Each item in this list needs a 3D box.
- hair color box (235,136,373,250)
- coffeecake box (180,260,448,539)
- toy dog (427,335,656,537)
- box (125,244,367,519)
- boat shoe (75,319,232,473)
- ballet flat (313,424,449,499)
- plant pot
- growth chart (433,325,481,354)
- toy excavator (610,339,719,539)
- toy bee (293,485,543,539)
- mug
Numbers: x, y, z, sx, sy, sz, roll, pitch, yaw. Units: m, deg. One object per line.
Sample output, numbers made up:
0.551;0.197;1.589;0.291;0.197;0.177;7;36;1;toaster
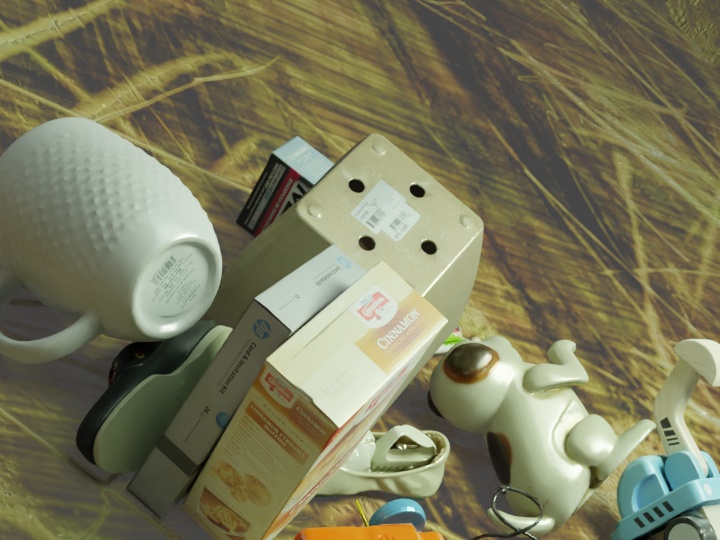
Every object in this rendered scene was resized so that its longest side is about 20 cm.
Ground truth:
-0.022;-0.037;1.446;0.199;0.099;0.061;37;33;7;hair color box
-0.037;0.110;1.050;0.073;0.201;0.153;41;44;9;coffeecake box
0.155;0.153;1.371;0.193;0.140;0.200;-40;75;-21;toy dog
-0.086;0.083;1.072;0.041;0.201;0.156;38;25;7;box
-0.171;0.097;1.107;0.062;0.075;0.201;14;28;17;boat shoe
0.005;0.160;1.218;0.199;0.070;0.070;10;37;-44;ballet flat
0.000;0.000;1.267;0.200;0.177;0.200;40;52;5;plant pot
0.032;0.025;1.529;0.200;0.018;0.144;47;28;20;growth chart
0.316;0.195;1.387;0.099;0.194;0.202;3;56;-47;toy excavator
0.040;0.246;1.109;0.197;0.110;0.132;8;39;-3;toy bee
-0.216;-0.006;1.101;0.175;0.200;0.148;31;-25;37;mug
